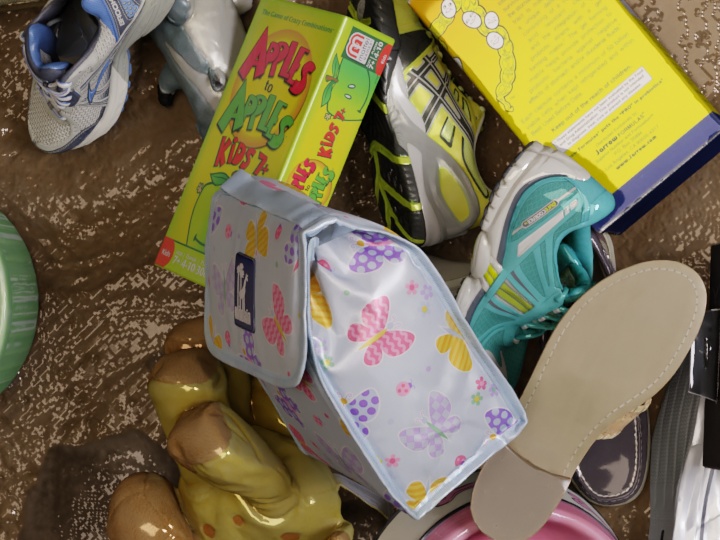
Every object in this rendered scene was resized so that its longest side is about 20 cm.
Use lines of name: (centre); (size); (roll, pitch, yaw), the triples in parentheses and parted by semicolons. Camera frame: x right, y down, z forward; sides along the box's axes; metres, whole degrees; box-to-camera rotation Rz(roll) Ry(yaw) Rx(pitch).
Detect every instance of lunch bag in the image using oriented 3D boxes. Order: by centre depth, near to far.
lunch bag: (-0.016, 0.036, 1.482); (0.127, 0.170, 0.200); (-37, 115, -15)

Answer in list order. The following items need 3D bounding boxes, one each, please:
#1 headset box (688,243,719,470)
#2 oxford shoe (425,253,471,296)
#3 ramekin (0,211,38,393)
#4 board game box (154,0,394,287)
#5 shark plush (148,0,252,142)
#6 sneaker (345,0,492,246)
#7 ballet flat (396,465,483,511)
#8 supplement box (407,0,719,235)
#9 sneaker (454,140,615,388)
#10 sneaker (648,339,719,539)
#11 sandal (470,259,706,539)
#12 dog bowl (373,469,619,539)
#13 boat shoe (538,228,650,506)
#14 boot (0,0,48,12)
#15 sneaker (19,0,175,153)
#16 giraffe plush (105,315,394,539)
headset box: (0.306, 0.058, 1.515); (0.200, 0.075, 0.149); (4, 87, -7)
oxford shoe: (0.000, 0.000, 1.624); (0.200, 0.075, 0.058); (-3, 91, 18)
ramekin: (-0.327, 0.023, 1.686); (0.200, 0.098, 0.200); (0, 90, 13)
board game box: (-0.059, -0.078, 1.597); (0.102, 0.048, 0.200); (22, 90, 52)
shark plush: (-0.111, -0.140, 1.671); (0.083, 0.091, 0.200); (-14, 104, 36)
sneaker: (0.040, -0.114, 1.625); (0.076, 0.075, 0.200); (-8, 80, -22)
ballet flat: (0.054, 0.165, 1.615); (0.069, 0.063, 0.200); (-7, 88, 16)
supplement box: (0.142, -0.132, 1.571); (0.109, 0.109, 0.200); (-40, 81, 10)
sneaker: (0.109, 0.013, 1.528); (0.080, 0.078, 0.200); (30, 132, 17)
sneaker: (0.235, 0.148, 1.580); (0.071, 0.073, 0.200); (8, 89, -15)
sandal: (0.142, 0.080, 1.522); (0.078, 0.070, 0.212); (36, 92, 5)
dog bowl: (0.098, 0.233, 1.559); (0.200, 0.074, 0.201); (0, 91, -14)
boat shoe: (0.152, 0.061, 1.591); (0.072, 0.065, 0.200); (-6, 90, 11)
boot: (-0.204, -0.267, 1.671); (0.200, 0.072, 0.155); (-13, 87, 18)
sneaker: (-0.202, -0.149, 1.628); (0.077, 0.085, 0.200); (46, 136, 15)
giraffe plush: (-0.102, 0.157, 1.618); (0.162, 0.173, 0.200); (-40, 107, 21)
